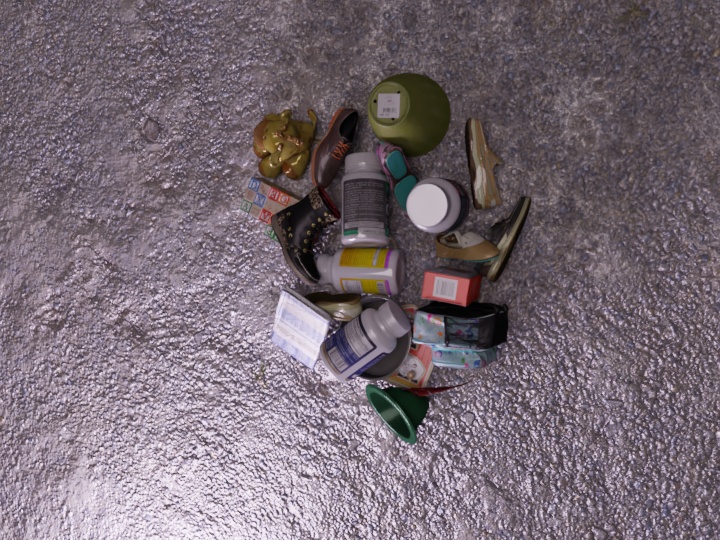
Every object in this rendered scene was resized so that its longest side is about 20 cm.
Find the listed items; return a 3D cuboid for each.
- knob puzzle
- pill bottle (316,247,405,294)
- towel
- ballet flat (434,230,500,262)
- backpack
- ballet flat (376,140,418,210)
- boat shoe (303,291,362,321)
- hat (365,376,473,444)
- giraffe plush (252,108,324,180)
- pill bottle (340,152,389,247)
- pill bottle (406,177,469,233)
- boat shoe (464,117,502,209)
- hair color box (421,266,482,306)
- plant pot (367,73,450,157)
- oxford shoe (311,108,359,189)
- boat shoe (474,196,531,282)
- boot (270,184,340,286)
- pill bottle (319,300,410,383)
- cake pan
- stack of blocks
[{"bbox_3d":[0.095,0.176,1.744,0.216,0.030,0.224,2,95,18],"label":"knob puzzle"},{"bbox_3d":[0.000,0.000,1.722,0.197,0.104,0.106,3,95,18],"label":"pill bottle"},{"bbox_3d":[-0.146,0.139,1.776,0.146,0.024,0.201,33,135,13],"label":"towel"},{"bbox_3d":[0.225,-0.055,1.611,0.199,0.068,0.064,3,116,59],"label":"ballet flat"},{"bbox_3d":[0.215,0.136,1.627,0.197,0.177,0.153,8,96,25],"label":"backpack"},{"bbox_3d":[0.083,-0.220,1.663,0.069,0.201,0.071,-32,48,-1],"label":"ballet flat"},{"bbox_3d":[-0.078,0.092,1.758,0.198,0.073,0.064,-3,113,36],"label":"boat shoe"},{"bbox_3d":[0.138,0.292,1.734,0.175,0.167,0.199,-38,53,-21],"label":"hat"},{"bbox_3d":[-0.184,-0.302,1.724,0.197,0.162,0.175,-11,91,19],"label":"giraffe plush"},{"bbox_3d":[0.010,-0.160,1.688,0.111,0.113,0.203,-3,82,18],"label":"pill bottle"},{"bbox_3d":[0.167,-0.142,1.605,0.118,0.200,0.122,2,96,17],"label":"pill bottle"},{"bbox_3d":[0.278,-0.240,1.638,0.075,0.072,0.203,-8,100,4],"label":"boat shoe"},{"bbox_3d":[0.203,0.032,1.607,0.100,0.200,0.062,10,97,17],"label":"hair color box"},{"bbox_3d":[0.090,-0.351,1.612,0.184,0.200,0.190,2,95,17],"label":"plant pot"},{"bbox_3d":[-0.058,-0.285,1.706,0.070,0.072,0.203,20,89,-24],"label":"oxford shoe"},{"bbox_3d":[0.312,-0.077,1.620,0.065,0.072,0.203,24,90,17],"label":"boat shoe"},{"bbox_3d":[-0.111,-0.083,1.692,0.150,0.073,0.202,-36,67,20],"label":"boot"},{"bbox_3d":[0.012,0.157,1.663,0.199,0.111,0.112,-37,83,18],"label":"pill bottle"},{"bbox_3d":[0.037,0.159,1.734,0.198,0.037,0.204,-5,81,28],"label":"cake pan"},{"bbox_3d":[-0.193,-0.134,1.796,0.198,0.058,0.116,27,103,14],"label":"stack of blocks"}]
